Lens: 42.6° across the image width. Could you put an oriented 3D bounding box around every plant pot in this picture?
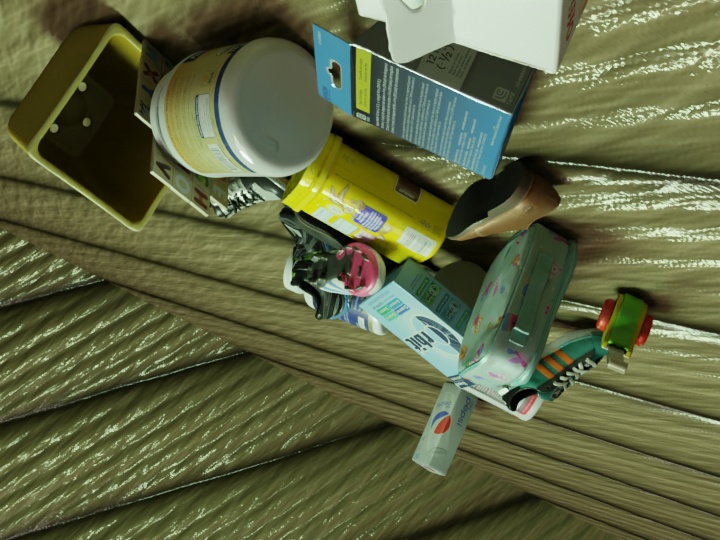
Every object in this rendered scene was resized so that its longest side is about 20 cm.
[{"bbox_3d":[-0.357,-0.207,1.248,0.198,0.198,0.194,25,169,46],"label":"plant pot"}]

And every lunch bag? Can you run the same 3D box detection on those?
[{"bbox_3d":[0.193,0.051,1.134,0.076,0.203,0.160,24,163,-6],"label":"lunch bag"}]

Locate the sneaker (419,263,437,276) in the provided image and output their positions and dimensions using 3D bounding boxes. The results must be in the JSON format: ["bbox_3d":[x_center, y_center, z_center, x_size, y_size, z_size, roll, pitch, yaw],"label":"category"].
[{"bbox_3d":[0.130,0.053,1.483,0.199,0.075,0.088,36,163,-34],"label":"sneaker"}]

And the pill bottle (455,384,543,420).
[{"bbox_3d":[0.231,0.174,1.639,0.197,0.112,0.111,27,165,-3],"label":"pill bottle"}]

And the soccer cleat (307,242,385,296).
[{"bbox_3d":[0.000,0.000,1.269,0.085,0.072,0.199,8,178,-27],"label":"soccer cleat"}]

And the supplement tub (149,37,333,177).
[{"bbox_3d":[-0.140,-0.178,1.040,0.144,0.147,0.198,37,161,-36],"label":"supplement tub"}]

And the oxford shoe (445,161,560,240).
[{"bbox_3d":[0.159,-0.064,1.072,0.070,0.073,0.199,25,165,-17],"label":"oxford shoe"}]

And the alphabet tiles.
[{"bbox_3d":[-0.220,-0.170,1.155,0.007,0.203,0.167,-24,138,24],"label":"alphabet tiles"}]

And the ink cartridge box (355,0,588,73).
[{"bbox_3d":[0.073,-0.212,0.476,0.123,0.203,0.129,20,164,18],"label":"ink cartridge box"}]

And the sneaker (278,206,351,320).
[{"bbox_3d":[-0.084,-0.013,1.495,0.203,0.081,0.071,64,165,6],"label":"sneaker"}]

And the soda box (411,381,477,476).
[{"bbox_3d":[0.197,0.368,2.151,0.068,0.203,0.063,37,161,-33],"label":"soda box"}]

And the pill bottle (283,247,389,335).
[{"bbox_3d":[-0.029,0.026,1.583,0.197,0.113,0.111,20,164,20],"label":"pill bottle"}]

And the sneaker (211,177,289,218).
[{"bbox_3d":[-0.185,-0.117,1.424,0.197,0.089,0.076,9,156,44],"label":"sneaker"}]

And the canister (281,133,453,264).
[{"bbox_3d":[0.009,-0.088,1.205,0.197,0.088,0.148,28,165,-12],"label":"canister"}]

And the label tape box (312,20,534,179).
[{"bbox_3d":[0.056,-0.179,0.876,0.197,0.067,0.144,27,165,8],"label":"label tape box"}]

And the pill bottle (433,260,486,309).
[{"bbox_3d":[0.175,0.072,1.399,0.113,0.116,0.200,17,162,30],"label":"pill bottle"}]

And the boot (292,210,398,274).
[{"bbox_3d":[-0.016,-0.052,1.413,0.199,0.078,0.138,39,170,-3],"label":"boot"}]

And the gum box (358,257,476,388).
[{"bbox_3d":[0.106,0.079,1.279,0.199,0.045,0.170,38,160,-5],"label":"gum box"}]

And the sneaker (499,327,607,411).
[{"bbox_3d":[0.296,0.151,1.374,0.197,0.081,0.071,-25,148,26],"label":"sneaker"}]

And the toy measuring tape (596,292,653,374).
[{"bbox_3d":[0.330,0.071,1.153,0.072,0.075,0.200,22,-166,12],"label":"toy measuring tape"}]
